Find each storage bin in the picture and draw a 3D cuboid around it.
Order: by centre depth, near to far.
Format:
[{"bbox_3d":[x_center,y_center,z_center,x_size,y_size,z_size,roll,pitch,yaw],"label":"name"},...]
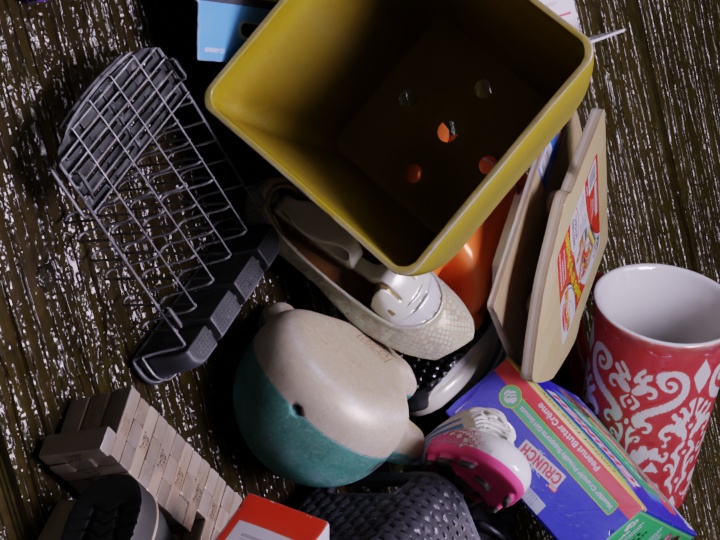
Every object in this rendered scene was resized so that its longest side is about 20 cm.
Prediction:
[{"bbox_3d":[0.025,0.256,1.340,0.094,0.135,0.201,-44,119,-45],"label":"storage bin"}]

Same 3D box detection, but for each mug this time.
[{"bbox_3d":[0.257,0.102,1.666,0.178,0.133,0.201,-103,-164,-58],"label":"mug"}]

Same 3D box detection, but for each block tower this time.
[{"bbox_3d":[-0.126,0.155,1.217,0.200,0.054,0.058,51,40,-38],"label":"block tower"}]

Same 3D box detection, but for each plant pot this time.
[{"bbox_3d":[0.044,-0.117,1.311,0.200,0.200,0.176,-50,163,3],"label":"plant pot"}]

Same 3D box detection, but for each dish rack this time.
[{"bbox_3d":[-0.137,-0.042,1.240,0.200,0.054,0.154,59,41,-27],"label":"dish rack"}]

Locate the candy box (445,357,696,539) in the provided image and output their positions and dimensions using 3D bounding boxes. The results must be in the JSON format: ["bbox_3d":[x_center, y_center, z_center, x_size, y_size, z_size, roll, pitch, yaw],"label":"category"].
[{"bbox_3d":[0.178,0.168,1.513,0.169,0.077,0.200,50,9,25],"label":"candy box"}]

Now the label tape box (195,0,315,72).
[{"bbox_3d":[-0.097,-0.244,1.317,0.143,0.066,0.201,-3,92,-54],"label":"label tape box"}]

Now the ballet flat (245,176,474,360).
[{"bbox_3d":[0.000,0.000,1.338,0.200,0.062,0.068,33,75,-4],"label":"ballet flat"}]

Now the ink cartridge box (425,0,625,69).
[{"bbox_3d":[0.096,-0.197,1.458,0.115,0.199,0.068,-25,104,-53],"label":"ink cartridge box"}]

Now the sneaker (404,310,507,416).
[{"bbox_3d":[0.103,0.082,1.534,0.200,0.070,0.094,-46,115,-50],"label":"sneaker"}]

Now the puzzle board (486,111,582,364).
[{"bbox_3d":[0.139,-0.039,1.462,0.151,0.017,0.201,58,48,-65],"label":"puzzle board"}]

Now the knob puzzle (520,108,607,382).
[{"bbox_3d":[0.154,0.000,1.457,0.220,0.030,0.221,14,90,-73],"label":"knob puzzle"}]

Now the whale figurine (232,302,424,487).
[{"bbox_3d":[-0.024,0.094,1.347,0.159,0.104,0.200,42,15,7],"label":"whale figurine"}]

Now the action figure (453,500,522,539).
[{"bbox_3d":[0.115,0.243,1.508,0.200,0.102,0.119,39,59,-12],"label":"action figure"}]

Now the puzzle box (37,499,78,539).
[{"bbox_3d":[-0.159,0.261,1.183,0.200,0.025,0.133,55,44,-34],"label":"puzzle box"}]

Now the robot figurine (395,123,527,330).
[{"bbox_3d":[0.069,-0.031,1.471,0.144,0.117,0.200,41,45,-5],"label":"robot figurine"}]

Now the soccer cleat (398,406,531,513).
[{"bbox_3d":[0.085,0.131,1.354,0.070,0.200,0.086,42,72,-6],"label":"soccer cleat"}]

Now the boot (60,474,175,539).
[{"bbox_3d":[-0.142,0.247,1.131,0.138,0.077,0.201,54,48,-44],"label":"boot"}]

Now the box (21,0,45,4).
[{"bbox_3d":[-0.167,-0.284,1.175,0.106,0.122,0.201,-25,106,-52],"label":"box"}]

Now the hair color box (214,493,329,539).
[{"bbox_3d":[-0.070,0.254,1.166,0.111,0.064,0.201,-52,151,-45],"label":"hair color box"}]
